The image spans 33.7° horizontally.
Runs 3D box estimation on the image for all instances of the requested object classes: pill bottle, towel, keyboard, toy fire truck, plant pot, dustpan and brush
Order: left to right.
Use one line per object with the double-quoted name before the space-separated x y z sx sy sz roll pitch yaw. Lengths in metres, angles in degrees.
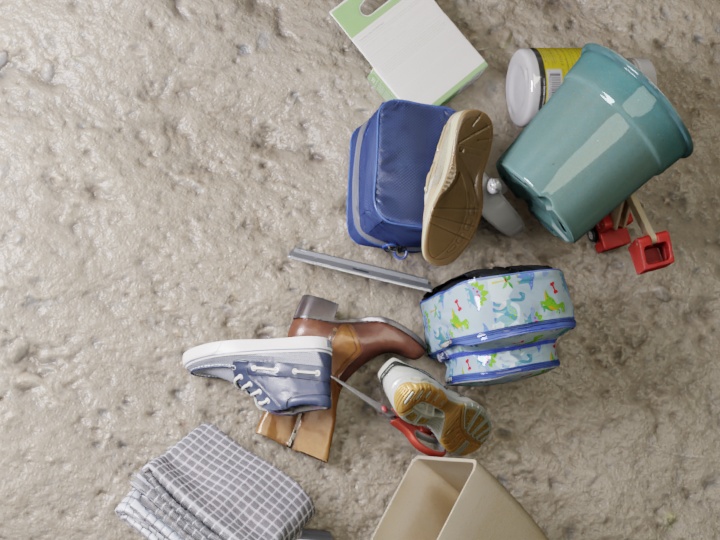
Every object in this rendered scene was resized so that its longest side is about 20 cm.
"towel" -0.171 0.282 1.445 0.199 0.086 0.165 35 31 10
"keyboard" 0.000 0.000 1.596 0.197 0.056 0.011 13 106 -1
"plant pot" 0.128 0.367 1.493 0.176 0.199 0.201 34 73 -13
"dustpan and brush" 0.175 -0.105 1.592 0.057 0.200 0.140 -39 87 16
"pill bottle" 0.317 -0.262 1.703 0.197 0.111 0.113 -2 78 -12
"plant pot" 0.295 -0.155 1.555 0.196 0.200 0.200 -44 89 -2
"toy fire truck" 0.359 -0.087 1.657 0.048 0.141 0.202 -14 81 -14

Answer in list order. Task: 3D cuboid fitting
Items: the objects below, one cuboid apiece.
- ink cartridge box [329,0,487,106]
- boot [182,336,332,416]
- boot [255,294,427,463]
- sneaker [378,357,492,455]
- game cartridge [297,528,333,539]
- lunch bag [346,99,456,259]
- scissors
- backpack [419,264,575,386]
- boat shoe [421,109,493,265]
"ink cartridge box" 0.066 -0.321 1.696 0.145 0.048 0.200 -39 88 -17
"boot" -0.132 0.139 1.515 0.197 0.073 0.092 -6 71 12
"boot" -0.022 0.152 1.564 0.186 0.068 0.202 18 76 -8
"sneaker" 0.099 0.172 1.559 0.076 0.088 0.200 -46 132 4
"game cartridge" -0.093 0.429 1.506 0.131 0.041 0.203 8 76 -14
"lunch bag" 0.058 -0.115 1.607 0.134 0.132 0.203 9 75 -18
"scissors" 0.040 0.190 1.536 0.199 0.014 0.074 28 35 -39
"backpack" 0.187 0.072 1.556 0.181 0.200 0.149 -9 79 -14
"boat shoe" 0.116 -0.106 1.521 0.071 0.065 0.203 12 91 -23
